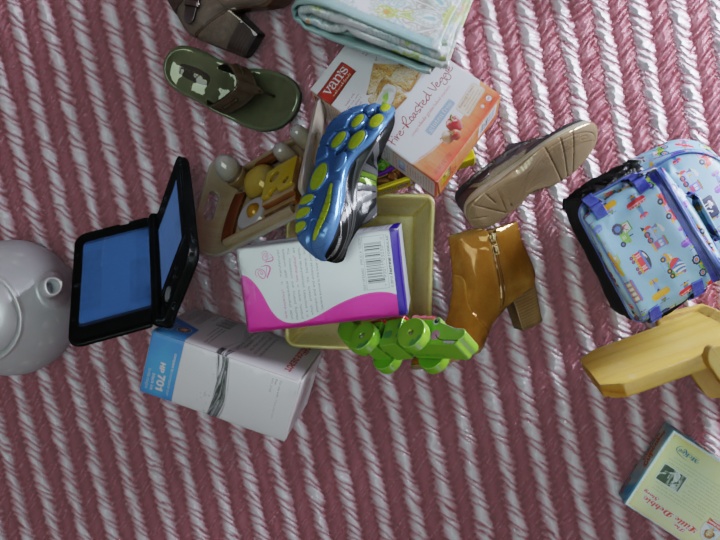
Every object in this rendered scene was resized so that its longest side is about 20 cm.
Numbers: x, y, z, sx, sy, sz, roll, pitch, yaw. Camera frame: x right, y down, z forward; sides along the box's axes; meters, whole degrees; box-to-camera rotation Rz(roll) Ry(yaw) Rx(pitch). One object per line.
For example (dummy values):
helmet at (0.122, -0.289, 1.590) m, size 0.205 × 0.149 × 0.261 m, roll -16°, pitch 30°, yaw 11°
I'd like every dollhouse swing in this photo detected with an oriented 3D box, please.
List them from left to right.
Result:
dollhouse swing at (0.387, 0.144, 0.846) m, size 0.174 × 0.200 × 0.184 m, roll -36°, pitch 91°, yaw 9°

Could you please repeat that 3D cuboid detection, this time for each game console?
game console at (-0.283, -0.030, 0.902) m, size 0.114 × 0.203 × 0.178 m, roll 11°, pitch 129°, yaw -28°

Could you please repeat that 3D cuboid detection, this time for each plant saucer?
plant saucer at (0.000, 0.000, 0.959) m, size 0.194 × 0.048 × 0.207 m, roll 2°, pitch 97°, yaw 8°

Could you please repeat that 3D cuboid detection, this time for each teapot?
teapot at (-0.493, 0.057, 0.981) m, size 0.193 × 0.146 × 0.204 m, roll 25°, pitch 100°, yaw 4°

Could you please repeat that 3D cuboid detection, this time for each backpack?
backpack at (0.368, -0.055, 0.863) m, size 0.196 × 0.135 × 0.186 m, roll -28°, pitch 93°, yaw 7°

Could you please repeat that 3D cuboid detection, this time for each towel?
towel at (0.035, -0.329, 0.875) m, size 0.195 × 0.049 × 0.174 m, roll 22°, pitch 56°, yaw 3°

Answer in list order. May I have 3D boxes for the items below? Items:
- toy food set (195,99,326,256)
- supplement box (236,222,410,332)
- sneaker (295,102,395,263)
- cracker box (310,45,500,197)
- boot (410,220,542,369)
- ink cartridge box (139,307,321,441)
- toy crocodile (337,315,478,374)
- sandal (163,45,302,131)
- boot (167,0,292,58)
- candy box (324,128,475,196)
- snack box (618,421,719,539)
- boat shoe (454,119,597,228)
toy food set at (-0.128, -0.115, 0.889) m, size 0.197 × 0.147 × 0.060 m, roll -23°, pitch 135°, yaw 34°
supplement box at (-0.041, 0.007, 0.890) m, size 0.194 × 0.103 × 0.104 m, roll -6°, pitch 96°, yaw 7°
sneaker at (-0.012, -0.102, 0.819) m, size 0.069 × 0.083 × 0.204 m, roll 11°, pitch 70°, yaw 30°
cracker box at (0.054, -0.206, 0.889) m, size 0.198 × 0.058 × 0.135 m, roll 37°, pitch 82°, yaw 13°
boot at (0.131, 0.028, 0.920) m, size 0.197 × 0.071 × 0.148 m, roll -22°, pitch 93°, yaw -13°
ink cartridge box at (-0.162, 0.128, 0.944) m, size 0.195 × 0.146 × 0.088 m, roll 19°, pitch 100°, yaw 5°
toy crocodile at (0.051, 0.081, 0.867) m, size 0.197 × 0.067 × 0.063 m, roll -7°, pitch 53°, yaw 44°
sandal at (-0.173, -0.237, 0.950) m, size 0.196 × 0.057 × 0.082 m, roll 18°, pitch 98°, yaw 5°
boot at (-0.157, -0.381, 0.927) m, size 0.145 × 0.070 × 0.201 m, roll 40°, pitch 99°, yaw 4°
candy box at (0.038, -0.154, 0.921) m, size 0.195 × 0.026 × 0.105 m, roll -18°, pitch 73°, yaw 1°
snack box at (0.451, 0.302, 0.938) m, size 0.197 × 0.037 × 0.118 m, roll 32°, pitch 99°, yaw 3°
boat shoe at (0.204, -0.131, 0.908) m, size 0.198 × 0.065 × 0.072 m, roll -36°, pitch 136°, yaw -1°
